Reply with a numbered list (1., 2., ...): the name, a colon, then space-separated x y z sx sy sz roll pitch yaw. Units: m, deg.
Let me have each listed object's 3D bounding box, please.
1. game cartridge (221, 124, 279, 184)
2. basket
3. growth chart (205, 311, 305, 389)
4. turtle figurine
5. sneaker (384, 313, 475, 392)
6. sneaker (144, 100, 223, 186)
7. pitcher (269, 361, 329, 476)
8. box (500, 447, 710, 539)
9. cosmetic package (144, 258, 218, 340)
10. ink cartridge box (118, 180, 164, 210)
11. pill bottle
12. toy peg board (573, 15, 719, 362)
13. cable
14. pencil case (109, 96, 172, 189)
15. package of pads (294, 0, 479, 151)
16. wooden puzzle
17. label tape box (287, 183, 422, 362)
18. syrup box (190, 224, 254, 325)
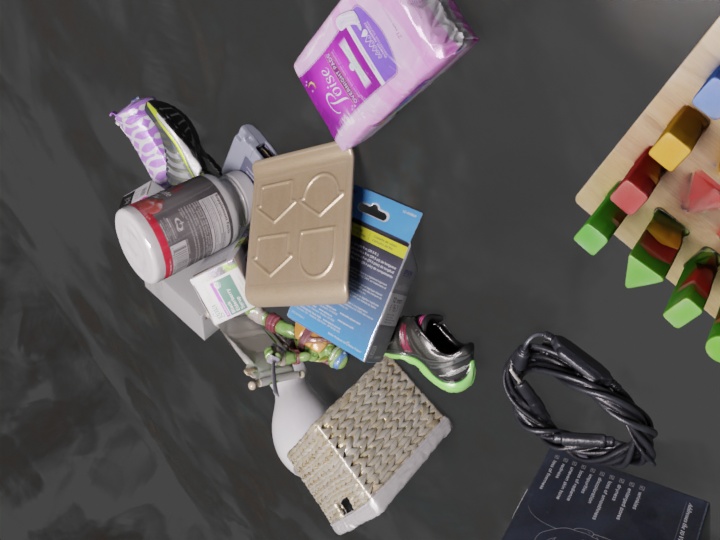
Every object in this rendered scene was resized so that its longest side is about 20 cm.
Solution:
1. game cartridge: -0.137 -0.110 0.894 0.202 0.041 0.133 51 140 2
2. basket: 0.007 0.281 0.922 0.161 0.199 0.199 46 143 9
3. growth chart: -0.174 0.120 0.967 0.200 0.142 0.018 46 115 34
4. turtle figurine: -0.105 0.078 0.929 0.192 0.198 0.148 34 106 28
5. sneaker: 0.080 0.090 0.805 0.196 0.076 0.087 25 119 28
6. sneaker: -0.303 -0.189 0.956 0.080 0.074 0.204 -30 96 21
7. pitcher: -0.108 0.292 1.098 0.174 0.118 0.203 67 178 -46
8. box: 0.284 0.351 0.675 0.192 0.199 0.127 7 128 43
9. cosmetic package: -0.352 0.033 1.186 0.198 0.107 0.086 37 142 21
10. ink cartridge box: -0.318 -0.081 1.018 0.092 0.038 0.198 -14 146 37
11. pill bottle: -0.246 -0.074 0.842 0.109 0.198 0.114 27 134 33
12. toy peg board: 0.284 -0.044 0.439 0.199 0.097 0.201 42 143 13
13. cable: 0.256 0.172 0.685 0.198 0.051 0.166 37 141 19
14. pencil case: -0.358 -0.204 1.012 0.205 0.083 0.084 66 171 -20
15. package of pads: 0.018 -0.228 0.596 0.198 0.075 0.123 -27 96 53
16. wooden puzzle: -0.078 -0.056 0.776 0.180 0.046 0.209 -5 82 36
17. label tape box: 0.000 0.000 0.780 0.140 0.066 0.206 24 93 29
18. syrup box: -0.193 -0.005 0.903 0.079 0.201 0.081 -23 110 8
